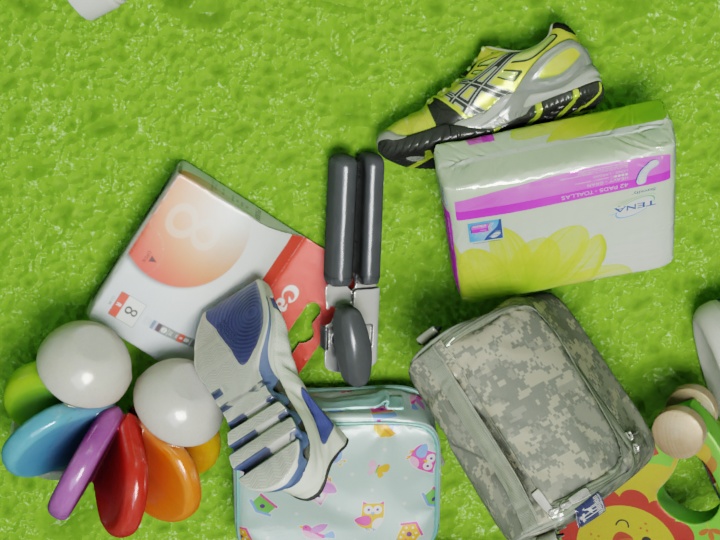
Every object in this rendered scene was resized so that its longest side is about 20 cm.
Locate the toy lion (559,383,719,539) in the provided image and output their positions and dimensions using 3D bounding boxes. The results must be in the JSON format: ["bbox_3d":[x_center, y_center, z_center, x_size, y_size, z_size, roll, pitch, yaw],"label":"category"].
[{"bbox_3d":[0.262,0.224,1.331,0.199,0.069,0.193,-24,97,31],"label":"toy lion"}]

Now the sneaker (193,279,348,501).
[{"bbox_3d":[-0.073,0.119,1.246,0.080,0.201,0.115,-28,143,13],"label":"sneaker"}]

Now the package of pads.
[{"bbox_3d":[0.169,-0.053,1.238,0.198,0.069,0.155,-11,138,2],"label":"package of pads"}]

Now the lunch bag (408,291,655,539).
[{"bbox_3d":[0.138,0.129,1.236,0.139,0.167,0.201,-39,75,29],"label":"lunch bag"}]

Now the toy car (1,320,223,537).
[{"bbox_3d":[-0.223,0.156,1.264,0.198,0.151,0.175,23,134,-11],"label":"toy car"}]

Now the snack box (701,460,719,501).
[{"bbox_3d":[0.448,0.211,1.377,0.199,0.068,0.170,-25,109,8],"label":"snack box"}]

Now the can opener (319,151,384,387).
[{"bbox_3d":[0.000,0.000,1.266,0.053,0.067,0.202,-4,106,-24],"label":"can opener"}]

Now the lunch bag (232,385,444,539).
[{"bbox_3d":[-0.019,0.181,1.339,0.198,0.077,0.162,-1,113,-2],"label":"lunch bag"}]

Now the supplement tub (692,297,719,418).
[{"bbox_3d":[0.409,0.071,1.281,0.198,0.145,0.146,-18,110,5],"label":"supplement tub"}]

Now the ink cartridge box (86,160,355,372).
[{"bbox_3d":[-0.120,0.023,1.293,0.199,0.050,0.163,32,107,-10],"label":"ink cartridge box"}]

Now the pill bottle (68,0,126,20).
[{"bbox_3d":[-0.151,-0.286,1.140,0.199,0.114,0.115,-27,109,7],"label":"pill bottle"}]

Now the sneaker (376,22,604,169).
[{"bbox_3d":[0.105,-0.145,1.238,0.198,0.075,0.077,-19,75,12],"label":"sneaker"}]
